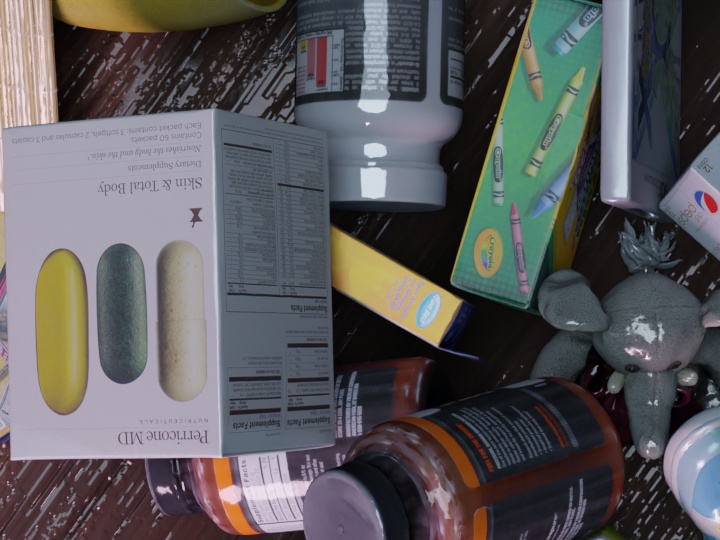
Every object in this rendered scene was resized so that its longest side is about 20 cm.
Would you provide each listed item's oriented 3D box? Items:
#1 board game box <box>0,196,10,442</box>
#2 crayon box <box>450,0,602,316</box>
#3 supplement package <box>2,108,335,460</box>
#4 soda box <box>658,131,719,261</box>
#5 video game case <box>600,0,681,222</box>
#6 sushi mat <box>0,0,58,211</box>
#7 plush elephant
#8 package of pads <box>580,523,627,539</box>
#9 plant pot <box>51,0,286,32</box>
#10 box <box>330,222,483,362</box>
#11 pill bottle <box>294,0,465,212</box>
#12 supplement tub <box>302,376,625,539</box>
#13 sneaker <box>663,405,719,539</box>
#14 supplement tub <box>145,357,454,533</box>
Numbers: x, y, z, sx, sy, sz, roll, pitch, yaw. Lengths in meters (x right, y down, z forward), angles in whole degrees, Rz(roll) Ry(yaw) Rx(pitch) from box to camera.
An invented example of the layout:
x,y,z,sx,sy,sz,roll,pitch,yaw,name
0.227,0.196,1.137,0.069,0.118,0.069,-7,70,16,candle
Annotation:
x,y,z,sx,sy,sz,roll,pitch,yaw,name
-0.251,0.001,1.507,0.135,0.035,0.201,-32,84,5,board game box
0.123,-0.074,1.418,0.058,0.119,0.201,17,90,14,crayon box
-0.115,0.012,1.310,0.151,0.150,0.201,-3,87,25,supplement package
0.284,-0.095,1.388,0.068,0.064,0.200,42,66,6,soda box
0.184,-0.137,1.383,0.022,0.182,0.201,0,87,18,video game case
-0.250,-0.127,1.436,0.095,0.012,0.201,7,122,9,sushi mat
0.187,0.062,1.387,0.164,0.155,0.201,-2,88,7,plush elephant
0.205,0.252,1.377,0.200,0.154,0.068,41,93,7,package of pads
-0.156,-0.240,1.439,0.141,0.200,0.201,-21,85,21,plant pot
0.000,0.000,1.433,0.199,0.119,0.042,28,90,7,box
0.013,-0.143,1.439,0.115,0.116,0.201,1,87,7,pill bottle
0.061,0.132,1.288,0.107,0.199,0.108,13,108,45,supplement tub
0.261,0.178,1.337,0.079,0.200,0.131,-31,45,2,sneaker
-0.039,0.119,1.425,0.199,0.107,0.108,-6,87,17,supplement tub
